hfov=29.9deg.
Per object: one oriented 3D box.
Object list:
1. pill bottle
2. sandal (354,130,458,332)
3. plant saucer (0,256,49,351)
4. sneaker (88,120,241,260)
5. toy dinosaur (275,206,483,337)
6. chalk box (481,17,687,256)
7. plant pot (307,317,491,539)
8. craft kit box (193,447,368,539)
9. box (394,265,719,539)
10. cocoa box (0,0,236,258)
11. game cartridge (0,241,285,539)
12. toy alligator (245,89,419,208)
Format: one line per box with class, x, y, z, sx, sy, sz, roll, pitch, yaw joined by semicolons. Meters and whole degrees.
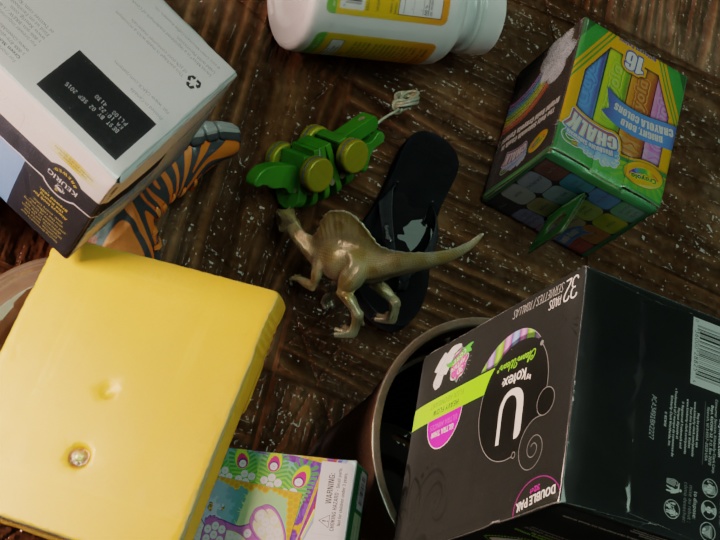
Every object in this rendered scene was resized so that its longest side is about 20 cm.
pill bottle;0.026;-0.244;1.213;0.199;0.111;0.111;2;70;-27
sandal;0.039;-0.042;1.182;0.076;0.043;0.201;24;62;-17
plant saucer;-0.207;0.089;0.980;0.199;0.029;0.201;0;90;-24
sneaker;-0.169;-0.055;1.072;0.200;0.077;0.112;-20;101;-44
toy dinosaur;0.000;0.000;1.089;0.058;0.199;0.101;-33;127;-49
chalk box;0.203;-0.103;1.242;0.124;0.125;0.201;26;63;-16
plant pot;0.056;0.159;1.022;0.200;0.198;0.201;9;68;-23
craft kit box;-0.107;0.214;0.876;0.197;0.049;0.201;3;70;14
box;0.126;0.110;0.840;0.124;0.200;0.149;21;62;-20
cocoa box;-0.212;-0.136;0.911;0.200;0.131;0.133;44;55;-3
game cartridge;-0.164;0.086;0.900;0.176;0.032;0.201;14;65;17
toy alligator;-0.017;-0.098;1.173;0.200;0.059;0.054;-30;129;-34
